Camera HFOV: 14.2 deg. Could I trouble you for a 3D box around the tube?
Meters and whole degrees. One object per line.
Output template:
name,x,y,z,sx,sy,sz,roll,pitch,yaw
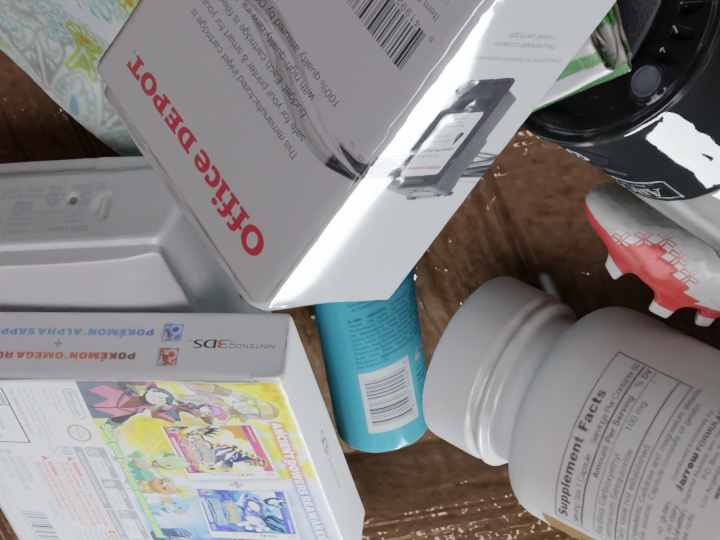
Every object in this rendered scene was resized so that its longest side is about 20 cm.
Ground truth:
tube,0.000,0.000,1.460,0.050,0.077,0.201,21,134,35

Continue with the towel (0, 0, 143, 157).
towel,-0.107,-0.115,1.370,0.171,0.048,0.200,43,156,-14

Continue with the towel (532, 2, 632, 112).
towel,0.032,-0.155,1.226,0.152,0.023,0.201,-23,78,42

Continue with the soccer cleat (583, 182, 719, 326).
soccer cleat,0.204,-0.003,1.396,0.200,0.069,0.085,29,119,-7

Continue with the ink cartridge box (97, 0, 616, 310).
ink cartridge box,-0.002,-0.102,1.189,0.200,0.083,0.145,-53,59,31

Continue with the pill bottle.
pill bottle,0.135,0.082,1.414,0.200,0.114,0.115,26,130,27

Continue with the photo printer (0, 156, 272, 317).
photo printer,-0.132,0.025,1.482,0.166,0.070,0.200,-2,145,19

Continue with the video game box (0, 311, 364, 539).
video game box,-0.104,0.089,1.466,0.181,0.047,0.200,2,147,14

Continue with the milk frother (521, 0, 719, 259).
milk frother,0.166,-0.124,1.288,0.200,0.181,0.188,-50,139,8
